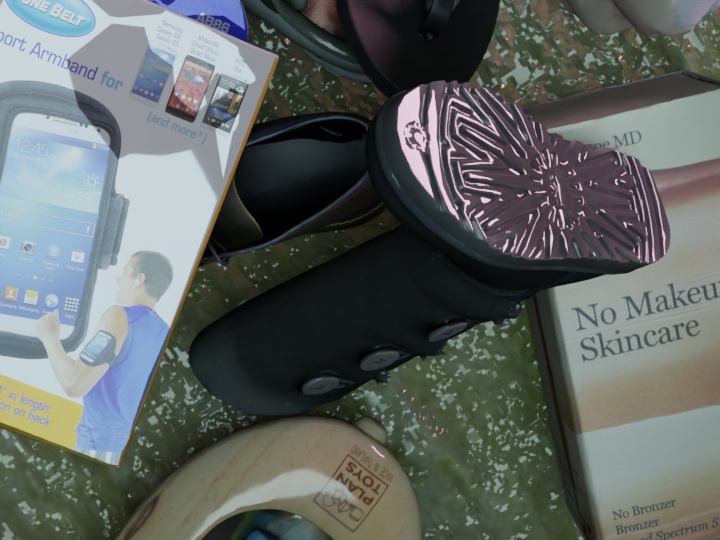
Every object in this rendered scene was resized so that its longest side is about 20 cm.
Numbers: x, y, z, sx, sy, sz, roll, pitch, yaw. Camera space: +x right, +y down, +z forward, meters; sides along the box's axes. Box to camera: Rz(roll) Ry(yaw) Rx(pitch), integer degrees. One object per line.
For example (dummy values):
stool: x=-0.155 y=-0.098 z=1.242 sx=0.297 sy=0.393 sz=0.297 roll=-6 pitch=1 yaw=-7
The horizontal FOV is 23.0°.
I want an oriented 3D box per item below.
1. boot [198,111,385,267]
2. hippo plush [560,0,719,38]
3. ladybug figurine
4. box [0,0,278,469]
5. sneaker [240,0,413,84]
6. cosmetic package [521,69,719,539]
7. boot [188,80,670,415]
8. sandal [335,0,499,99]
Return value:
boot: x=-0.078 y=-0.033 z=0.772 sx=0.199 sy=0.097 sz=0.075 roll=-17 pitch=87 yaw=-4
hippo plush: x=0.185 y=-0.152 z=0.784 sx=0.160 sy=0.159 sz=0.201 roll=34 pitch=53 yaw=-28
ladybug figurine: x=-0.052 y=0.147 z=0.824 sx=0.136 sy=0.072 sz=0.200 roll=40 pitch=95 yaw=-12
box: x=-0.115 y=-0.036 z=0.703 sx=0.119 sy=0.041 sz=0.201 roll=21 pitch=88 yaw=-10
sneaker: x=-0.048 y=-0.153 z=0.769 sx=0.200 sy=0.079 sz=0.074 roll=34 pitch=97 yaw=-9
cosmetic package: x=0.130 y=0.018 z=0.814 sx=0.103 sy=0.087 sz=0.201 roll=-14 pitch=101 yaw=-2
boot: x=0.001 y=0.000 z=0.725 sx=0.164 sy=0.199 sz=0.066 roll=18 pitch=60 yaw=-44
sandal: x=0.048 y=-0.161 z=0.751 sx=0.075 sy=0.045 sz=0.201 roll=31 pitch=68 yaw=-20
